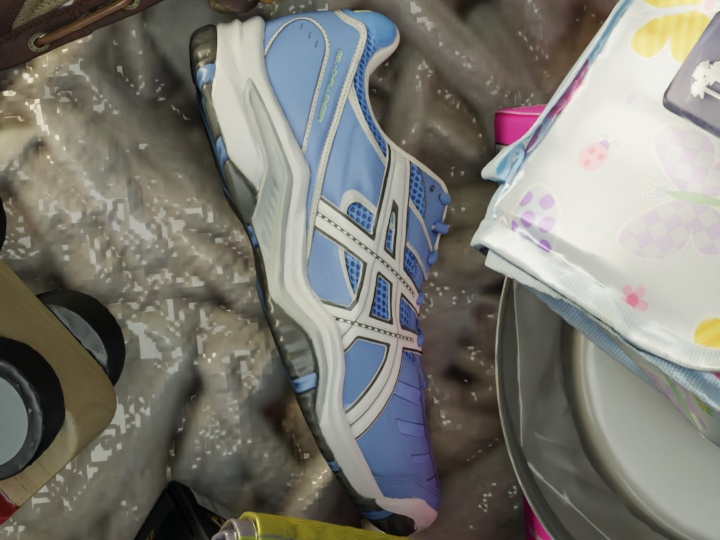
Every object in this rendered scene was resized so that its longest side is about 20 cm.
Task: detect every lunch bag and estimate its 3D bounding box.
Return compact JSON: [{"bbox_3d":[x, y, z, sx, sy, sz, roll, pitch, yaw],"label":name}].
[{"bbox_3d":[0.154,-0.017,0.790,0.200,0.127,0.170,38,86,-2],"label":"lunch bag"}]

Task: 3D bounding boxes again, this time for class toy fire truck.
[{"bbox_3d":[-0.213,0.050,0.929,0.200,0.129,0.176,-42,92,18],"label":"toy fire truck"}]

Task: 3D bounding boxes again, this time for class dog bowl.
[{"bbox_3d":[0.137,0.024,0.880,0.200,0.059,0.200,0,93,-7],"label":"dog bowl"}]

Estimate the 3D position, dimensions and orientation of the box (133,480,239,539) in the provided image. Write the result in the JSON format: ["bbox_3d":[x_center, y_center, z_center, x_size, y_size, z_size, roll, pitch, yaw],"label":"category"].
[{"bbox_3d":[-0.091,0.181,0.917,0.046,0.159,0.200,31,91,-11],"label":"box"}]

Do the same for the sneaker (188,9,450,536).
[{"bbox_3d":[0.000,0.000,0.956,0.077,0.076,0.200,-17,100,-5],"label":"sneaker"}]

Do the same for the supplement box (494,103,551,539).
[{"bbox_3d":[0.111,0.036,0.957,0.101,0.103,0.200,-5,96,-6],"label":"supplement box"}]

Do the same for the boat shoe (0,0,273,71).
[{"bbox_3d":[-0.057,-0.127,0.953,0.200,0.072,0.072,-25,127,-12],"label":"boat shoe"}]

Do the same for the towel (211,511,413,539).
[{"bbox_3d":[0.021,0.159,0.856,0.200,0.023,0.144,13,90,-31],"label":"towel"}]
